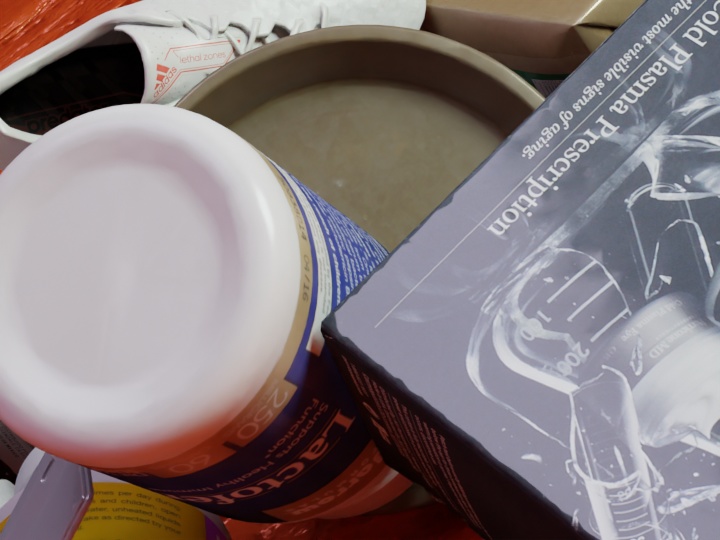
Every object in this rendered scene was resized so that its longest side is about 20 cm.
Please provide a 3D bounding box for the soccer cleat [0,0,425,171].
[{"bbox_3d":[-0.066,-0.087,0.995,0.200,0.069,0.085,-17,-4,-4],"label":"soccer cleat"}]

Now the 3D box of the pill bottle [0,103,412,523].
[{"bbox_3d":[-0.042,0.024,0.817,0.116,0.200,0.116,-5,75,20],"label":"pill bottle"}]

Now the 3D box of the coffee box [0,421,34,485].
[{"bbox_3d":[-0.101,0.032,1.068,0.200,0.080,0.113,-14,36,34],"label":"coffee box"}]

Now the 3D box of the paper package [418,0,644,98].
[{"bbox_3d":[0.110,-0.138,1.068,0.191,0.103,0.200,-48,32,-18],"label":"paper package"}]

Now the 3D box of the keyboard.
[{"bbox_3d":[-0.139,0.145,0.830,0.200,0.011,0.056,-61,25,17],"label":"keyboard"}]

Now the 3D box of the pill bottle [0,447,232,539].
[{"bbox_3d":[-0.093,0.141,0.881,0.104,0.104,0.200,-30,31,12],"label":"pill bottle"}]

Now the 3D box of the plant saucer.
[{"bbox_3d":[0.000,0.000,0.948,0.200,0.200,0.029,-41,-14,-8],"label":"plant saucer"}]

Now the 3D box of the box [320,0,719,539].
[{"bbox_3d":[0.126,0.021,0.749,0.182,0.104,0.200,37,75,29],"label":"box"}]

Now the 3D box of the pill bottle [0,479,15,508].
[{"bbox_3d":[-0.229,0.073,1.014,0.110,0.200,0.110,-44,-12,-12],"label":"pill bottle"}]
